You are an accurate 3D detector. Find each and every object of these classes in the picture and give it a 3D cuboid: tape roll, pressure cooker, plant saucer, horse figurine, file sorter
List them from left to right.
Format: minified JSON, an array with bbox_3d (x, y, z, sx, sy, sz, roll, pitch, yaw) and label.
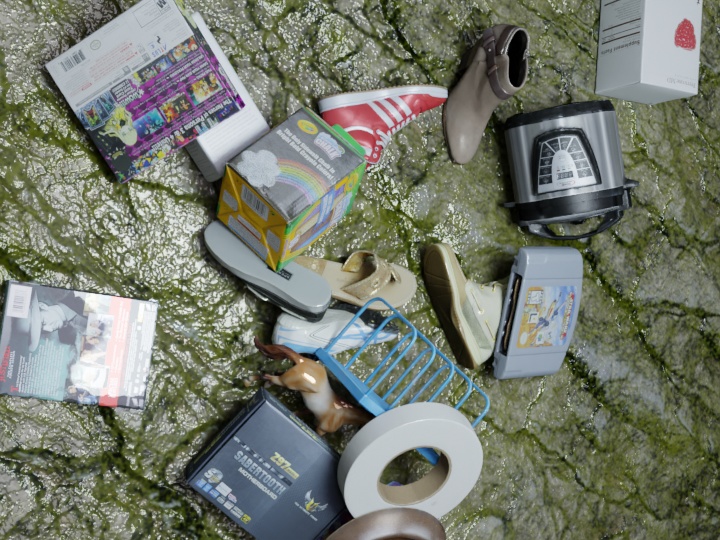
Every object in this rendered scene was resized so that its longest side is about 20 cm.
[{"bbox_3d":[-0.073,0.169,1.559,0.201,0.131,0.050,55,36,-21],"label":"horse figurine"},{"bbox_3d":[0.029,0.406,1.577,0.197,0.032,0.202,-10,128,-12],"label":"plant saucer"},{"bbox_3d":[0.063,0.151,1.576,0.123,0.139,0.200,-48,127,-1],"label":"file sorter"},{"bbox_3d":[0.067,0.264,1.529,0.200,0.037,0.205,-11,127,-14],"label":"tape roll"},{"bbox_3d":[0.315,-0.148,1.729,0.177,0.175,0.203,-11,94,-28],"label":"pressure cooker"}]

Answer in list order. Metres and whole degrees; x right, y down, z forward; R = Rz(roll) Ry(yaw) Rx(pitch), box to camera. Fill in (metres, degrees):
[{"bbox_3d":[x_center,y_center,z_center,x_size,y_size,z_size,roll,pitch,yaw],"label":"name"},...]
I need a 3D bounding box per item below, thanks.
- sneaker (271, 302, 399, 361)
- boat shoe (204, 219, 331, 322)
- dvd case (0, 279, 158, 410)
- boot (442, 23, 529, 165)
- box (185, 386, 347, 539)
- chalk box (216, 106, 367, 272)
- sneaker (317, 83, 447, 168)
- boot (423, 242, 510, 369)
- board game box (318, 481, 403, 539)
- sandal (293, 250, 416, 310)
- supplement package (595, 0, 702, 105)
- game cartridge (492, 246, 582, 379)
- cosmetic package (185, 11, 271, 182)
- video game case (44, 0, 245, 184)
[{"bbox_3d":[-0.037,0.091,1.622,0.198,0.072,0.073,-1,120,-31],"label":"sneaker"},{"bbox_3d":[-0.132,0.006,1.560,0.199,0.064,0.071,34,56,9],"label":"boat shoe"},{"bbox_3d":[-0.368,0.098,1.483,0.198,0.022,0.148,9,85,-26],"label":"dvd case"},{"bbox_3d":[0.189,-0.263,1.687,0.069,0.146,0.203,6,86,-26],"label":"boot"},{"bbox_3d":[-0.114,0.280,1.553,0.158,0.051,0.200,-45,109,4],"label":"box"},{"bbox_3d":[-0.079,-0.121,1.541,0.124,0.124,0.200,42,57,14],"label":"chalk box"},{"bbox_3d":[0.040,-0.206,1.656,0.197,0.071,0.114,-10,89,-17],"label":"sneaker"},{"bbox_3d":[0.187,0.027,1.719,0.153,0.072,0.202,-28,107,-22],"label":"boot"},{"bbox_3d":[0.030,0.408,1.652,0.198,0.039,0.160,-25,99,-23],"label":"board game box"},{"bbox_3d":[0.001,0.005,1.622,0.209,0.070,0.079,6,63,-24],"label":"sandal"},{"bbox_3d":[0.464,-0.381,1.835,0.120,0.119,0.203,5,87,-26],"label":"supplement package"},{"bbox_3d":[0.270,0.064,1.716,0.132,0.041,0.203,0,107,-32],"label":"game cartridge"},{"bbox_3d":[-0.212,-0.231,1.538,0.101,0.074,0.201,-35,101,-21],"label":"cosmetic package"},{"bbox_3d":[-0.276,-0.237,1.466,0.198,0.036,0.182,-29,102,16],"label":"video game case"}]
